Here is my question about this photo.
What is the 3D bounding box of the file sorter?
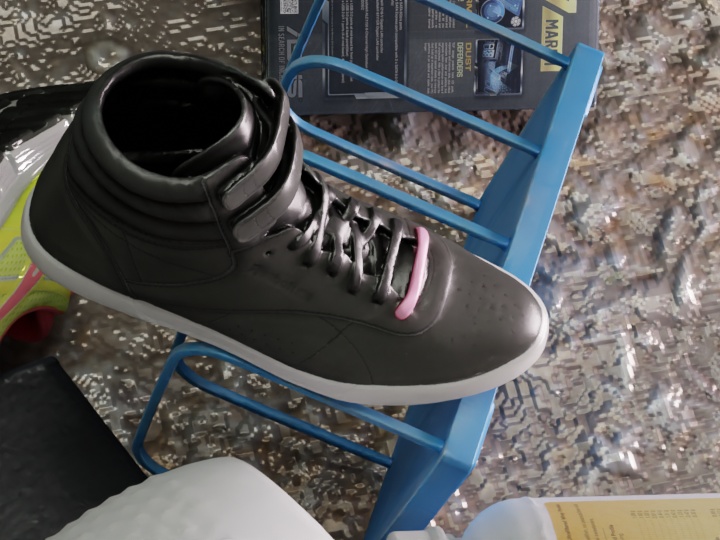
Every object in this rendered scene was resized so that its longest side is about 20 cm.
[{"bbox_3d":[0.000,0.000,0.911,0.122,0.139,0.201,22,60,-4],"label":"file sorter"}]

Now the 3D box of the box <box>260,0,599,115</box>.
[{"bbox_3d":[0.032,-0.173,1.003,0.156,0.202,0.051,-2,19,-5],"label":"box"}]

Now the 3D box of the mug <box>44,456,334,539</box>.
[{"bbox_3d":[-0.077,0.153,0.777,0.148,0.200,0.175,42,75,10],"label":"mug"}]

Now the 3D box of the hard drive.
[{"bbox_3d":[-0.173,0.125,0.892,0.199,0.042,0.135,-32,67,-21],"label":"hard drive"}]

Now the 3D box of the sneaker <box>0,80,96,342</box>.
[{"bbox_3d":[-0.152,-0.017,0.958,0.078,0.091,0.200,-4,27,29],"label":"sneaker"}]

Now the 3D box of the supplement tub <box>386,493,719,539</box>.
[{"bbox_3d":[0.110,0.158,0.835,0.198,0.145,0.146,-1,59,-4],"label":"supplement tub"}]

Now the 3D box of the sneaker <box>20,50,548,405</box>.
[{"bbox_3d":[-0.020,-0.014,0.779,0.198,0.099,0.071,17,58,-5],"label":"sneaker"}]
